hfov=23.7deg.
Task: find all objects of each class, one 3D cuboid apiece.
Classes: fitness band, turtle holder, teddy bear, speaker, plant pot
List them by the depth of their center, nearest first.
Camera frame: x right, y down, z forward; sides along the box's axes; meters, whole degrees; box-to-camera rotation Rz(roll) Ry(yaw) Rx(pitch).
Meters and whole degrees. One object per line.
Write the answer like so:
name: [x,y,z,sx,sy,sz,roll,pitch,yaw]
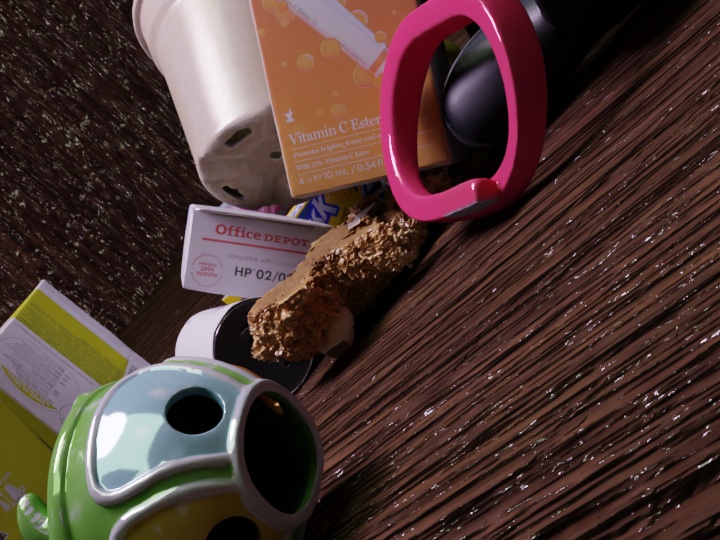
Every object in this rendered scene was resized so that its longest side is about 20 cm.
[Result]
turtle holder: [-0.097,0.126,0.907,0.131,0.142,0.186,-24,12,32]
fitness band: [0.064,-0.107,1.121,0.200,0.037,0.146,166,101,-68]
teddy bear: [0.000,0.000,1.248,0.144,0.067,0.200,-30,13,33]
speaker: [-0.096,0.065,1.372,0.081,0.081,0.200,-51,9,-12]
plant pot: [-0.087,-0.162,1.470,0.200,0.199,0.185,-44,45,37]

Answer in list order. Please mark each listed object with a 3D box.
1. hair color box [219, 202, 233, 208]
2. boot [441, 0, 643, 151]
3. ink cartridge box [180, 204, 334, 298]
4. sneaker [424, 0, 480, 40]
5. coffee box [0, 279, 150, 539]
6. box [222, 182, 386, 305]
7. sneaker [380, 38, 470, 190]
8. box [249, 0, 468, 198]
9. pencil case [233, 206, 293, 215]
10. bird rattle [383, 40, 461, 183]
hair color box: [-0.092,-0.058,1.841,0.061,0.099,0.200,-53,9,-37]
boot: [0.118,-0.175,1.132,0.200,0.077,0.168,-44,-14,5]
ink cartridge box: [-0.086,-0.013,1.393,0.200,0.114,0.069,-159,77,-84]
sneaker: [0.111,-0.188,1.297,0.199,0.076,0.088,-14,-43,-49]
coffee box: [-0.264,0.168,1.394,0.200,0.200,0.198,-47,9,19]
box: [-0.038,-0.034,1.567,0.201,0.064,0.070,-53,9,-24]
sneaker: [0.045,-0.174,1.564,0.076,0.115,0.201,-38,14,53]
box: [-0.004,-0.165,1.269,0.123,0.203,0.097,-12,2,12]
pencil case: [-0.083,-0.077,1.645,0.201,0.087,0.088,95,-158,-47]
bird rattle: [0.026,-0.154,1.381,0.112,0.200,0.165,-12,55,27]
